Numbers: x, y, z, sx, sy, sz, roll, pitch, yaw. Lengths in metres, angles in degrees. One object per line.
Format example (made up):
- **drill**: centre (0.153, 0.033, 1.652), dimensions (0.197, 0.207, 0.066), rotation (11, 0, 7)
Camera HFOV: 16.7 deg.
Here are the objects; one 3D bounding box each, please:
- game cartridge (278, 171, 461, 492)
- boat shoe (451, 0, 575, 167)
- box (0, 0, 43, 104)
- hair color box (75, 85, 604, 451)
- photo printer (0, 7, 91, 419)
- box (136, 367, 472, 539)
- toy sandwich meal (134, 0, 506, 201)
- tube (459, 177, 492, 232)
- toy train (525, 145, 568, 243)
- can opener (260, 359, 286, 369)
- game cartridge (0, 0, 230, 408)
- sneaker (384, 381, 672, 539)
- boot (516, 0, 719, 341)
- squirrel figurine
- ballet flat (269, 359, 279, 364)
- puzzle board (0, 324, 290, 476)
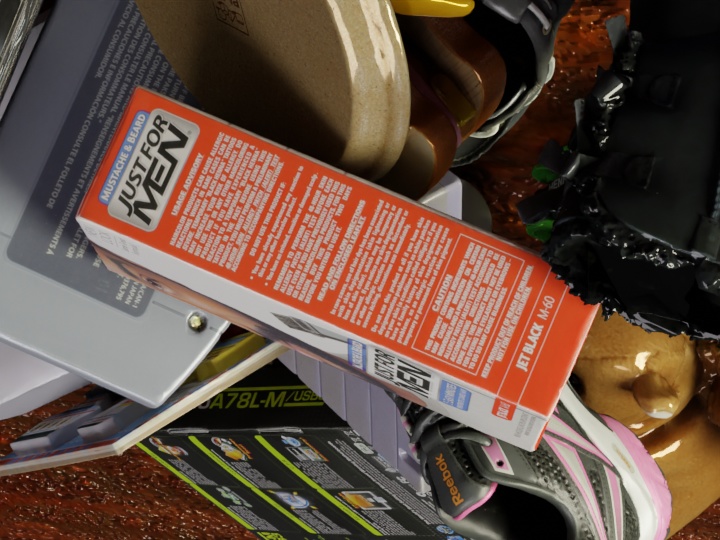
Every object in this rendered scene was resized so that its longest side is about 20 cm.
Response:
- **game cartridge**: centre (0.000, 0.000, 1.174), dimensions (0.130, 0.038, 0.200), rotation (46, 152, 36)
- **boat shoe**: centre (0.046, -0.090, 1.043), dimensions (0.072, 0.068, 0.200), rotation (19, 155, -3)
- **box**: centre (-0.158, -0.106, 0.999), dimensions (0.050, 0.200, 0.158), rotation (21, 155, -8)
- **hair color box**: centre (-0.007, 0.002, 0.989), dimensions (0.200, 0.064, 0.111), rotation (24, 171, 6)
- **photo printer**: centre (-0.159, -0.023, 1.167), dimensions (0.200, 0.069, 0.167), rotation (-24, 90, 30)
- **box**: centre (-0.005, 0.121, 1.388), dimensions (0.193, 0.048, 0.200), rotation (-2, 147, 44)
- **toy sandwich meal**: centre (-0.023, -0.118, 0.984), dimensions (0.205, 0.070, 0.205), rotation (42, 151, 29)
- **tube**: centre (0.022, 0.005, 1.265), dimensions (0.058, 0.052, 0.200), rotation (61, 163, 8)
- **toy train**: centre (0.138, -0.050, 1.087), dimensions (0.056, 0.042, 0.200), rotation (15, 158, -20)
- **can opener**: centre (0.001, 0.071, 1.415), dimensions (0.200, 0.053, 0.067), rotation (29, 118, -21)
- **game cartridge**: centre (-0.093, -0.049, 1.073), dimensions (0.133, 0.200, 0.042), rotation (26, 173, -15)
- **sneaker**: centre (0.052, 0.065, 1.062), dimensions (0.200, 0.086, 0.080), rotation (44, 130, -1)
- **boot**: centre (0.170, -0.045, 0.933), dimensions (0.198, 0.163, 0.073), rotation (19, 153, 0)
- **squirrel figurine**: centre (0.148, 0.048, 1.169), dimensions (0.199, 0.142, 0.187), rotation (-1, 154, 4)
- **ballet flat**: centre (0.005, 0.060, 1.352), dimensions (0.200, 0.046, 0.067), rotation (22, 177, -17)
- **puzzle board**: centre (-0.092, 0.051, 1.183), dimensions (0.017, 0.151, 0.200), rotation (62, 155, -5)
